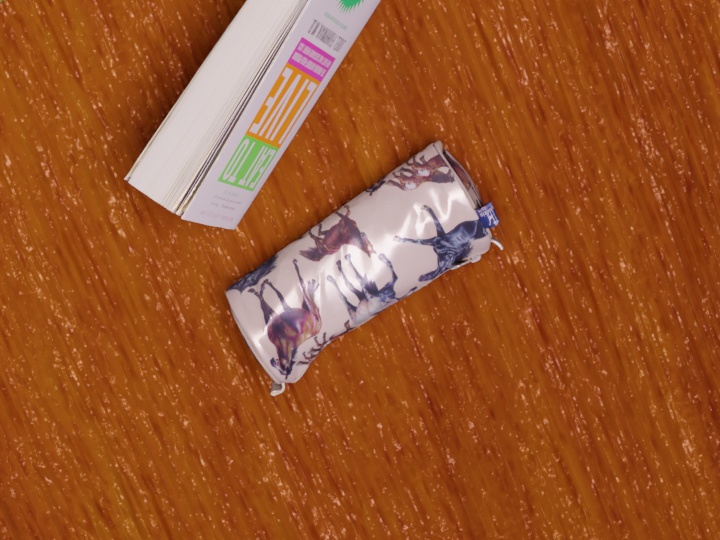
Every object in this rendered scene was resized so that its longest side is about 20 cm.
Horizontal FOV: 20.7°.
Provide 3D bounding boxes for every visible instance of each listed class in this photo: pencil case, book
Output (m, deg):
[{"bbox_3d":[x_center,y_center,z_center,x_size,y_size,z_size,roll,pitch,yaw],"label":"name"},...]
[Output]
[{"bbox_3d":[0.000,0.000,1.366,0.200,0.078,0.090,-35,91,-2],"label":"pencil case"},{"bbox_3d":[-0.062,-0.124,1.305,0.048,0.134,0.200,34,95,15],"label":"book"}]

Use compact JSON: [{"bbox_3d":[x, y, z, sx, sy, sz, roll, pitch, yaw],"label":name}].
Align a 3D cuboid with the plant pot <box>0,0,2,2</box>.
[{"bbox_3d":[-0.288,-0.233,1.204,0.200,0.190,0.201,-2,103,-10],"label":"plant pot"}]
